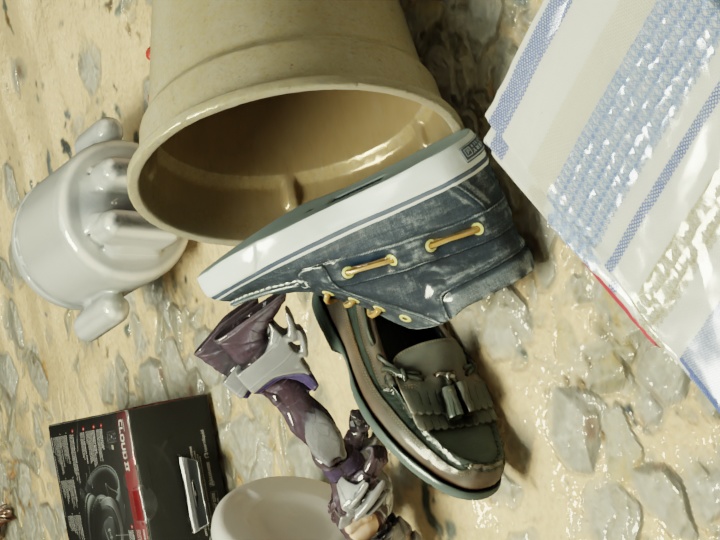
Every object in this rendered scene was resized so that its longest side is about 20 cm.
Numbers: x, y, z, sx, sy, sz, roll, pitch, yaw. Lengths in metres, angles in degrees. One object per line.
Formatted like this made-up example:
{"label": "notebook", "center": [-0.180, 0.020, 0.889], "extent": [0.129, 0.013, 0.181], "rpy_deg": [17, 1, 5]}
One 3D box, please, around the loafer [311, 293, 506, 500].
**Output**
{"label": "loafer", "center": [0.029, 0.051, 1.074], "extent": [0.200, 0.071, 0.063], "rpy_deg": [54, 134, 41]}

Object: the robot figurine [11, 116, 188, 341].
{"label": "robot figurine", "center": [-0.206, -0.033, 1.395], "extent": [0.200, 0.112, 0.171], "rpy_deg": [-22, 64, 58]}

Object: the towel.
{"label": "towel", "center": [0.135, -0.047, 0.755], "extent": [0.200, 0.024, 0.147], "rpy_deg": [53, 137, 29]}

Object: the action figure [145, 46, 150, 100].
{"label": "action figure", "center": [-0.080, -0.097, 1.234], "extent": [0.200, 0.051, 0.066], "rpy_deg": [43, 138, 40]}

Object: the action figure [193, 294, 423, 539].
{"label": "action figure", "center": [-0.019, 0.108, 1.116], "extent": [0.201, 0.069, 0.130], "rpy_deg": [53, 175, -10]}

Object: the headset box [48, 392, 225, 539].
{"label": "headset box", "center": [-0.174, 0.184, 1.434], "extent": [0.199, 0.077, 0.150], "rpy_deg": [-18, 83, 58]}

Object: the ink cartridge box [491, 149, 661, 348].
{"label": "ink cartridge box", "center": [0.157, -0.089, 0.806], "extent": [0.148, 0.085, 0.201], "rpy_deg": [55, 139, 33]}

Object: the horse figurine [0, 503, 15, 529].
{"label": "horse figurine", "center": [-0.431, 0.235, 1.893], "extent": [0.200, 0.050, 0.133], "rpy_deg": [42, 144, 39]}

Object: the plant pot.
{"label": "plant pot", "center": [-0.049, -0.140, 1.062], "extent": [0.200, 0.199, 0.185], "rpy_deg": [-45, 49, 53]}

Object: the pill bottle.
{"label": "pill bottle", "center": [-0.055, 0.254, 1.218], "extent": [0.114, 0.113, 0.202], "rpy_deg": [41, 131, 47]}

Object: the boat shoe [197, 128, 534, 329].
{"label": "boat shoe", "center": [0.000, 0.000, 1.026], "extent": [0.199, 0.071, 0.091], "rpy_deg": [-24, 100, 28]}
